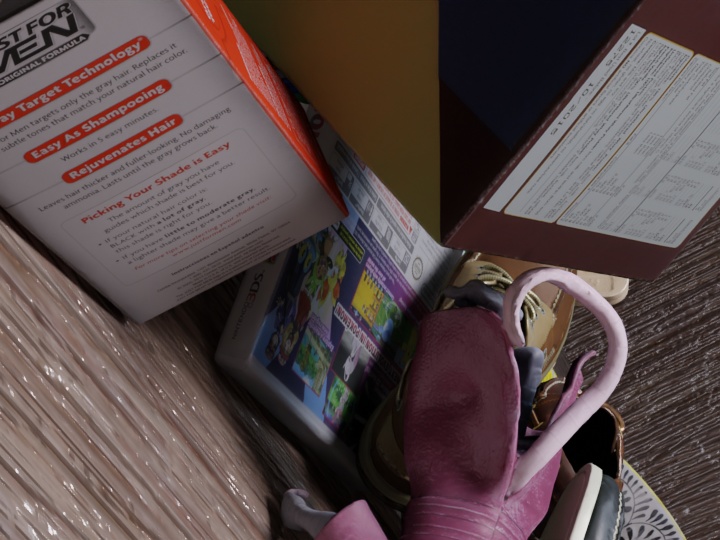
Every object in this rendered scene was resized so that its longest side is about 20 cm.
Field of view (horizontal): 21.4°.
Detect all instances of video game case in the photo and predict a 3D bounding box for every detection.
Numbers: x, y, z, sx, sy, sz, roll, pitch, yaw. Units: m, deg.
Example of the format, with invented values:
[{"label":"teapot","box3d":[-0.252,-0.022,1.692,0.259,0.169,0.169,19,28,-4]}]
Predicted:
[{"label":"video game case","box3d":[0.000,0.000,0.976,0.183,0.023,0.200,-70,155,-17]}]

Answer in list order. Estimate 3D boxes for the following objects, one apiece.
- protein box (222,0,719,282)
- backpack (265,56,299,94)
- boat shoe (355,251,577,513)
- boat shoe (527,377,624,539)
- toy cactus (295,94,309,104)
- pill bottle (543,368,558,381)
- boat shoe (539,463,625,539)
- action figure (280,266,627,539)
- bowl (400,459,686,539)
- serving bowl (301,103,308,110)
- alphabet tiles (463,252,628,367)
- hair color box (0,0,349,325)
[{"label":"protein box","box3d":[0.063,-0.115,0.805,0.199,0.135,0.200,49,20,26]},{"label":"backpack","box3d":[-0.064,-0.184,0.979,0.154,0.199,0.191,109,-3,-47]},{"label":"boat shoe","box3d":[0.068,0.038,0.997,0.076,0.200,0.074,28,-35,3]},{"label":"boat shoe","box3d":[0.112,0.101,1.011,0.070,0.070,0.200,37,21,-5]},{"label":"toy cactus","box3d":[-0.010,-0.080,1.102,0.102,0.165,0.200,7,46,-50]},{"label":"pill bottle","box3d":[0.059,0.064,1.228,0.200,0.112,0.113,53,13,-58]},{"label":"boat shoe","box3d":[0.099,0.189,0.865,0.075,0.066,0.200,116,-8,-65]},{"label":"action figure","box3d":[0.052,0.117,0.824,0.134,0.149,0.200,31,61,-25]},{"label":"bowl","box3d":[0.090,0.163,1.075,0.200,0.094,0.201,32,25,-17]},{"label":"serving bowl","box3d":[-0.016,-0.084,1.293,0.200,0.066,0.200,58,-13,22]},{"label":"alphabet tiles","box3d":[0.060,-0.018,1.137,0.015,0.199,0.196,74,17,-54]},{"label":"hair color box","box3d":[-0.088,-0.061,0.682,0.061,0.101,0.200,67,7,29]}]
